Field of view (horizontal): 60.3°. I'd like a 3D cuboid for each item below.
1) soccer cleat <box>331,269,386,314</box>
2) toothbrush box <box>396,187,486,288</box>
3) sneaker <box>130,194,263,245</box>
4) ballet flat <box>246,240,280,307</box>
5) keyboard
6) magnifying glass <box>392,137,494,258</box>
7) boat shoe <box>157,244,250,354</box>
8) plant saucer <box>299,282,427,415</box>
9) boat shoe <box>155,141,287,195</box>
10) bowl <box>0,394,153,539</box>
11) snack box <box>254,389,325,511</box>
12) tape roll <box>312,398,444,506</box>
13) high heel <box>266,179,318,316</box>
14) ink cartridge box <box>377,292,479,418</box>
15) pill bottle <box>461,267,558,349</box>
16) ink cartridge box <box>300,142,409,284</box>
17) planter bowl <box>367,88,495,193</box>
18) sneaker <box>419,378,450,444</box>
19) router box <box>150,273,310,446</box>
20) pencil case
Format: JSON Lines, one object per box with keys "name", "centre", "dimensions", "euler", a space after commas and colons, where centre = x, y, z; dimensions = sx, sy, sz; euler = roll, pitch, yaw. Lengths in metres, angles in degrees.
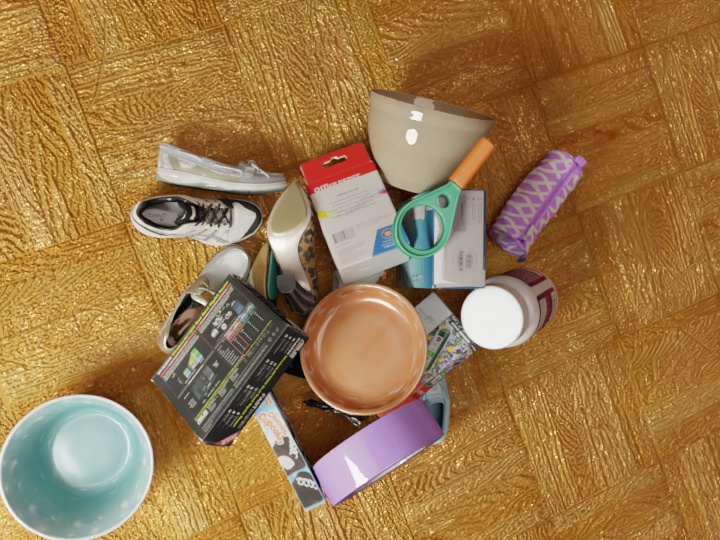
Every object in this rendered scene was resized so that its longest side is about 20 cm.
{"name": "soccer cleat", "centre": [0.000, 0.000, 1.018], "dimensions": [0.077, 0.069, 0.200], "euler": [27, 86, -9]}
{"name": "toothbrush box", "centre": [0.121, -0.044, 0.978], "dimensions": [0.085, 0.200, 0.147], "euler": [1, 88, -13]}
{"name": "sneaker", "centre": [-0.247, -0.078, 0.948], "dimensions": [0.200, 0.088, 0.076], "euler": [-3, 88, -15]}
{"name": "ballet flat", "centre": [-0.158, 0.052, 0.981], "dimensions": [0.063, 0.069, 0.200], "euler": [-4, 88, 8]}
{"name": "keyboard", "centre": [-0.037, 0.171, 0.986], "dimensions": [0.200, 0.021, 0.127], "euler": [12, 83, 16]}
{"name": "magnifying glass", "centre": [0.120, -0.103, 0.866], "dimensions": [0.080, 0.022, 0.200], "euler": [40, 80, -9]}
{"name": "boat shoe", "centre": [-0.236, 0.047, 0.958], "dimensions": [0.075, 0.068, 0.200], "euler": [35, 82, -11]}
{"name": "plant saucer", "centre": [0.006, 0.120, 0.956], "dimensions": [0.200, 0.037, 0.201], "euler": [-2, 79, 12]}
{"name": "boat shoe", "centre": [-0.213, -0.155, 0.965], "dimensions": [0.202, 0.074, 0.065], "euler": [6, 92, -7]}
{"name": "bowl", "centre": [-0.399, 0.272, 0.897], "dimensions": [0.200, 0.105, 0.201], "euler": [0, 89, -14]}
{"name": "snack box", "centre": [-0.120, 0.258, 0.958], "dimensions": [0.037, 0.116, 0.200], "euler": [-27, 96, -9]}
{"name": "tape roll", "centre": [0.028, 0.278, 0.947], "dimensions": [0.200, 0.200, 0.066], "euler": [-28, 71, -12]}
{"name": "high heel", "centre": [-0.098, -0.031, 0.991], "dimensions": [0.071, 0.143, 0.200], "euler": [-3, 68, 9]}
{"name": "ink cartridge box", "centre": [0.080, 0.142, 0.999], "dimensions": [0.200, 0.050, 0.109], "euler": [-40, 64, 1]}
{"name": "pill bottle", "centre": [0.241, 0.060, 0.996], "dimensions": [0.114, 0.200, 0.114], "euler": [4, 97, 29]}
{"name": "ink cartridge box", "centre": [-0.011, -0.093, 0.983], "dimensions": [0.116, 0.067, 0.200], "euler": [-20, 66, -3]}
{"name": "planter bowl", "centre": [0.100, -0.200, 0.993], "dimensions": [0.200, 0.200, 0.135], "euler": [8, 112, -13]}
{"name": "sneaker", "centre": [0.119, 0.191, 1.034], "dimensions": [0.074, 0.082, 0.200], "euler": [-10, 91, -14]}
{"name": "router box", "centre": [-0.189, 0.126, 0.889], "dimensions": [0.200, 0.150, 0.062], "euler": [-53, 144, -1]}
{"name": "pencil case", "centre": [0.306, -0.117, 1.082], "dimensions": [0.084, 0.085, 0.200], "euler": [37, 80, -9]}
